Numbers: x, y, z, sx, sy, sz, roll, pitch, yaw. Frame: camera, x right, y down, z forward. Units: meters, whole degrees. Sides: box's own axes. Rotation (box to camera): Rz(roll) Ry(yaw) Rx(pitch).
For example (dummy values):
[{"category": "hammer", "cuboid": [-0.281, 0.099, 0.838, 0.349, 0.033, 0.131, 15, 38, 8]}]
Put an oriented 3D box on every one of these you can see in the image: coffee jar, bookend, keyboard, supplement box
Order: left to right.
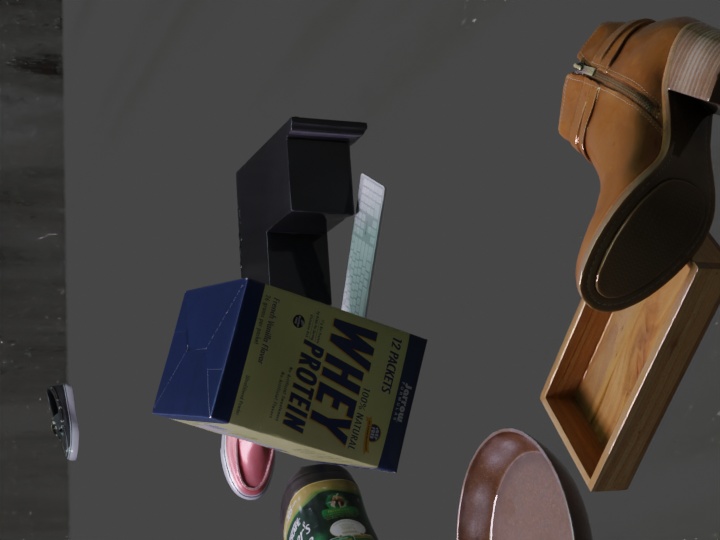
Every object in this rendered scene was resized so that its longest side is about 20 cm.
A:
[{"category": "supplement box", "cuboid": [-0.074, 0.107, 1.358, 0.199, 0.197, 0.136, -9, 64, 65]}, {"category": "bookend", "cuboid": [-0.064, -0.043, 1.530, 0.200, 0.091, 0.202, 147, 122, -63]}, {"category": "coffee jar", "cuboid": [-0.023, 0.297, 1.409, 0.201, 0.084, 0.106, -119, 32, -52]}, {"category": "keyboard", "cuboid": [0.000, 0.000, 1.475, 0.056, 0.010, 0.203, -138, 53, -62]}]

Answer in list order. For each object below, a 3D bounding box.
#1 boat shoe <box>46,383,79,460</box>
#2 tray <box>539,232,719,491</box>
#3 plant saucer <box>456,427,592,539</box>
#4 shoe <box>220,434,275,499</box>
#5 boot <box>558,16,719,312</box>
[{"category": "boat shoe", "cuboid": [-0.663, 0.339, 3.031, 0.202, 0.056, 0.069, -109, 30, -41]}, {"category": "tray", "cuboid": [0.192, 0.049, 0.964, 0.099, 0.036, 0.202, -115, 34, -48]}, {"category": "plant saucer", "cuboid": [0.134, 0.229, 1.094, 0.200, 0.034, 0.204, -177, 90, -68]}, {"category": "shoe", "cuboid": [-0.131, 0.182, 1.703, 0.091, 0.070, 0.204, 146, 127, -70]}, {"category": "boot", "cuboid": [0.170, -0.080, 0.914, 0.155, 0.076, 0.202, 30, 97, 59]}]
